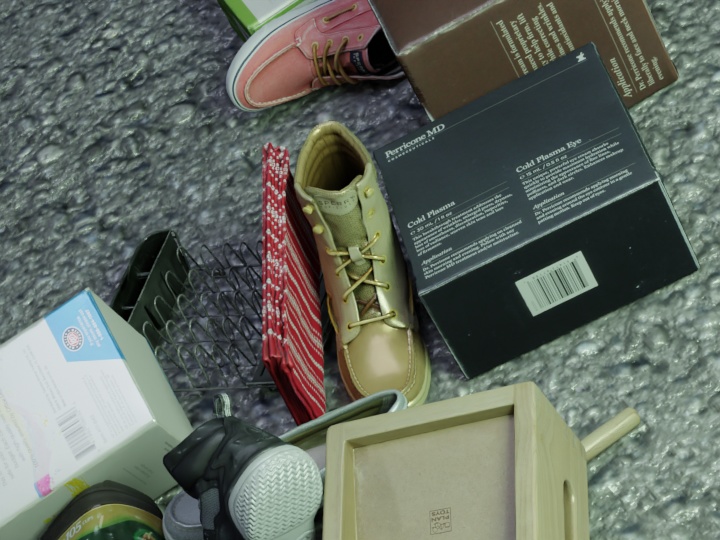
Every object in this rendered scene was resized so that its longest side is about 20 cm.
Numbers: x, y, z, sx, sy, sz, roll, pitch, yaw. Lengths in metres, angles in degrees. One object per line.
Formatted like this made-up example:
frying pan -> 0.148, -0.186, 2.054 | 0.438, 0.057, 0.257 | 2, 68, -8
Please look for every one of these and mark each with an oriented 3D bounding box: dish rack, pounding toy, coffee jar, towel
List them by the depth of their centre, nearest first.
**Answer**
pounding toy -> 0.086, 0.168, 1.506 | 0.183, 0.142, 0.202 | -14, 53, 22
coffee jar -> -0.175, 0.249, 1.601 | 0.104, 0.085, 0.201 | -49, 35, 19
towel -> -0.047, 0.022, 1.689 | 0.022, 0.145, 0.202 | -8, 56, 10
dish rack -> -0.112, 0.035, 1.814 | 0.198, 0.055, 0.154 | -3, 49, 30

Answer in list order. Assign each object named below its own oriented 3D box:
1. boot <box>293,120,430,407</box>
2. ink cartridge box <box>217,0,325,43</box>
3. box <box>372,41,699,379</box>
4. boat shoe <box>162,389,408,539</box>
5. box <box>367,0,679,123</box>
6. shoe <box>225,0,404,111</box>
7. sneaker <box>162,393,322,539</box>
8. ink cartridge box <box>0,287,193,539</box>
boot -> 0.000, 0.000, 1.689 | 0.072, 0.156, 0.201 | -12, 47, 6
ink cartridge box -> -0.033, -0.283, 2.074 | 0.199, 0.076, 0.148 | -33, 39, -3
box -> 0.132, -0.048, 1.700 | 0.199, 0.104, 0.183 | -25, 41, 8
boat shoe -> -0.054, 0.146, 1.626 | 0.200, 0.065, 0.075 | -19, 39, -5
box -> 0.124, -0.207, 1.819 | 0.199, 0.166, 0.165 | -28, 40, 4
shoe -> -0.023, -0.195, 1.978 | 0.199, 0.072, 0.091 | -32, 35, -6
sneaker -> -0.088, 0.182, 1.549 | 0.075, 0.201, 0.114 | -10, 38, -34
ink cartridge box -> -0.243, 0.135, 1.705 | 0.199, 0.125, 0.129 | -32, 66, 4
